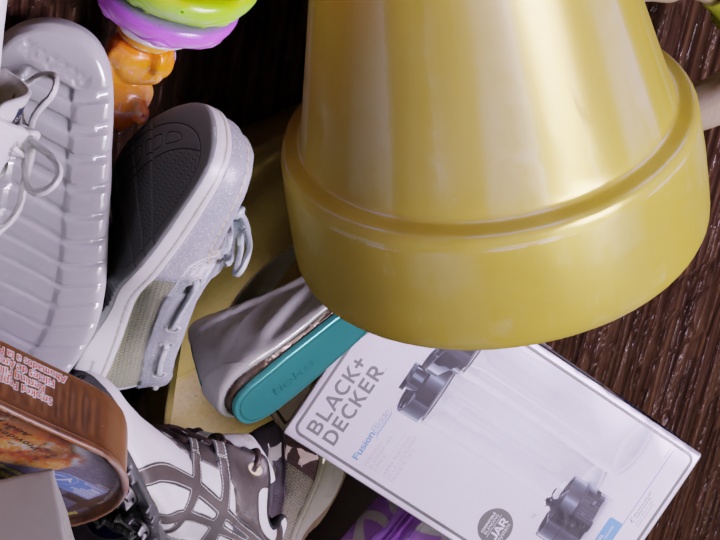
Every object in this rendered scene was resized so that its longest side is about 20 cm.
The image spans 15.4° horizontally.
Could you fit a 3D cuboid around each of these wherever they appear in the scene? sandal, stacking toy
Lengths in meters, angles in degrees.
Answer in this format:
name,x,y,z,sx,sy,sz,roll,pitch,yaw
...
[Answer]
name,x,y,z,sx,sy,sz,roll,pitch,yaw
sandal,-0.150,-0.024,1.216,0.050,0.082,0.203,-93,-160,-64
stacking toy,-0.080,-0.138,1.172,0.110,0.116,0.200,-18,146,-43

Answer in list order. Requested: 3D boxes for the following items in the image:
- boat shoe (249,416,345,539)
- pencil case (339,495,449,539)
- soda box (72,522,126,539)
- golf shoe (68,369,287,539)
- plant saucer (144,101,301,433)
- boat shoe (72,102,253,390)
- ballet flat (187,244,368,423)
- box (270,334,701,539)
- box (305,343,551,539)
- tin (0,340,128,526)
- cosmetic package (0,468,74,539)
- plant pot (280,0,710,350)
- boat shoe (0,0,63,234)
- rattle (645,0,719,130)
name,x,y,z,sx,sy,sz,roll,pitch,yaw
boat shoe,-0.067,0.146,1.506,0.065,0.072,0.200,0,136,-28
pencil case,0.034,0.156,1.489,0.200,0.084,0.085,-51,154,3
soda box,-0.124,0.194,1.463,0.063,0.068,0.200,-40,147,-25
golf shoe,-0.097,0.100,1.323,0.095,0.078,0.200,-51,141,-24
plant saucer,-0.039,-0.013,1.395,0.200,0.048,0.200,-27,140,-40
boat shoe,-0.090,-0.006,1.246,0.065,0.074,0.202,8,141,-22
ballet flat,0.000,0.000,1.327,0.200,0.069,0.069,-32,146,-11
box,0.065,0.086,1.412,0.117,0.200,0.060,-55,-167,2
box,0.021,0.110,1.577,0.095,0.078,0.200,7,115,-57
tin,-0.190,0.065,1.175,0.112,0.042,0.200,-26,142,32
cosmetic package,-0.220,0.168,1.183,0.200,0.087,0.103,-12,143,-3
plant pot,0.055,-0.096,1.229,0.201,0.201,0.189,-34,131,-32
boat shoe,-0.165,-0.063,1.129,0.086,0.075,0.202,-15,128,-25
rattle,0.164,-0.136,1.583,0.130,0.143,0.200,6,137,-22
